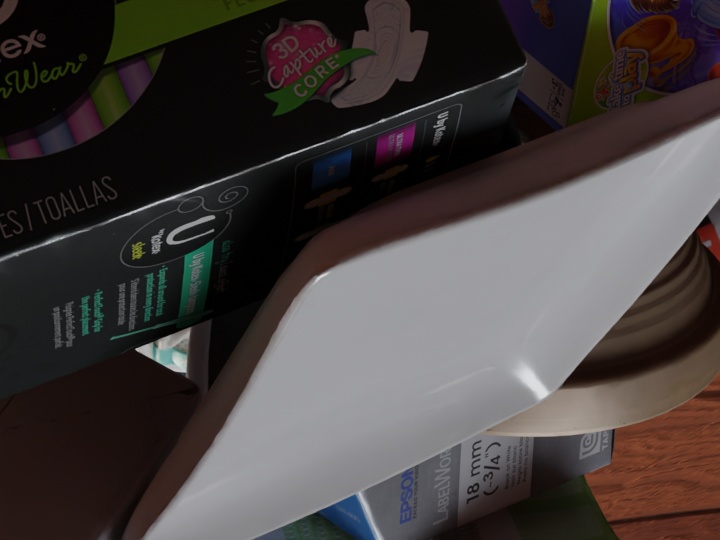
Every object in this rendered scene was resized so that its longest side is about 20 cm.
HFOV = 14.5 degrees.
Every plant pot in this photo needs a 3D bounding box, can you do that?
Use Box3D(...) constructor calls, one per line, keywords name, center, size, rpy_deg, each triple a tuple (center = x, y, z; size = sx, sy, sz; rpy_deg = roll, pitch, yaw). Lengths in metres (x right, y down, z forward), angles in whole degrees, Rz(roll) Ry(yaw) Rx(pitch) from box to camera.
Box3D(name="plant pot", center=(0.063, -0.016, 1.218), size=(0.201, 0.201, 0.093), rpy_deg=(-14, 121, -32))

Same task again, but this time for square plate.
Box3D(name="square plate", center=(0.023, 0.015, 0.887), size=(0.200, 0.028, 0.198), rpy_deg=(-22, 159, -35))

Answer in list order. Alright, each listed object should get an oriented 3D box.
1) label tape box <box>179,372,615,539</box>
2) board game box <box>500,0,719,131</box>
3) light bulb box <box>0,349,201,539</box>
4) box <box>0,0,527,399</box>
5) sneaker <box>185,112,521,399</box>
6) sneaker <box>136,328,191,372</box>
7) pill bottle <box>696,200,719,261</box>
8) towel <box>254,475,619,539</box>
Box3D(name="label tape box", center=(-0.009, 0.059, 1.232), size=(0.200, 0.144, 0.063), rpy_deg=(-19, 123, -35))
Box3D(name="board game box", center=(0.120, -0.147, 0.866), size=(0.134, 0.045, 0.200), rpy_deg=(-14, 131, -31))
Box3D(name="light bulb box", center=(-0.165, 0.093, 0.999), size=(0.125, 0.198, 0.200), rpy_deg=(-54, 163, -28))
Box3D(name="box", center=(-0.075, -0.064, 0.832), size=(0.200, 0.149, 0.124), rpy_deg=(-21, 163, -12))
Box3D(name="sneaker", center=(0.000, 0.000, 1.083), size=(0.071, 0.200, 0.099), rpy_deg=(35, 148, -28))
Box3D(name="sneaker", center=(-0.086, 0.017, 1.123), size=(0.200, 0.088, 0.075), rpy_deg=(-30, 149, -29))
Box3D(name="pill bottle", center=(0.119, 0.006, 1.392), size=(0.200, 0.111, 0.111), rpy_deg=(-23, 166, -33))
Box3D(name="towel", center=(0.008, 0.105, 1.236), size=(0.200, 0.149, 0.031), rpy_deg=(-3, 118, -11))
